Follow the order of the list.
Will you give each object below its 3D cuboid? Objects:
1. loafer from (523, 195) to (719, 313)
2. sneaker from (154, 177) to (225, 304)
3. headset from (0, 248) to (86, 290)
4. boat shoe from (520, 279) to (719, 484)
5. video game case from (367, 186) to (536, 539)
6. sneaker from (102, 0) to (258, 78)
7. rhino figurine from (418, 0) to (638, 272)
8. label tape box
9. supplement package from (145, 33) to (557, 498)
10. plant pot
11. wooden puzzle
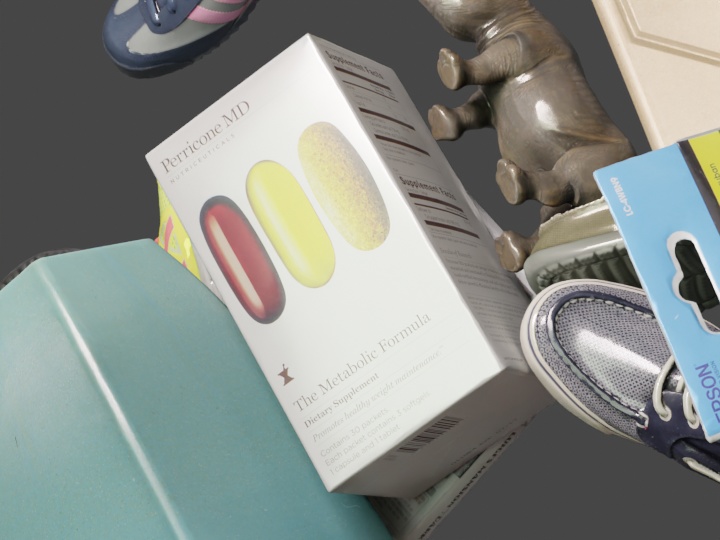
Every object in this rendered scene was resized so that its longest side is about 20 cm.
[{"bbox_3d":[0.175,-0.031,1.435,0.199,0.075,0.070,-16,51,9],"label":"loafer"},{"bbox_3d":[-0.087,0.024,1.560,0.090,0.078,0.201,-24,67,28],"label":"sneaker"},{"bbox_3d":[-0.177,0.086,1.615,0.123,0.094,0.201,6,83,33],"label":"headset"},{"bbox_3d":[0.168,0.056,1.364,0.199,0.093,0.075,28,75,6],"label":"boat shoe"},{"bbox_3d":[0.007,0.037,1.556,0.182,0.023,0.200,-49,57,13],"label":"video game case"},{"bbox_3d":[-0.079,-0.181,1.626,0.200,0.082,0.070,-36,64,20],"label":"sneaker"},{"bbox_3d":[0.080,-0.094,1.511,0.201,0.087,0.060,65,151,27],"label":"rhino figurine"},{"bbox_3d":[0.219,-0.002,1.315,0.199,0.066,0.144,-18,62,-8],"label":"label tape box"},{"bbox_3d":[0.000,0.000,1.471,0.114,0.109,0.201,-36,71,16],"label":"supplement package"},{"bbox_3d":[-0.112,0.094,1.465,0.141,0.141,0.201,-38,73,36],"label":"plant pot"},{"bbox_3d":[0.197,-0.152,1.404,0.185,0.037,0.201,-34,53,25],"label":"wooden puzzle"}]
